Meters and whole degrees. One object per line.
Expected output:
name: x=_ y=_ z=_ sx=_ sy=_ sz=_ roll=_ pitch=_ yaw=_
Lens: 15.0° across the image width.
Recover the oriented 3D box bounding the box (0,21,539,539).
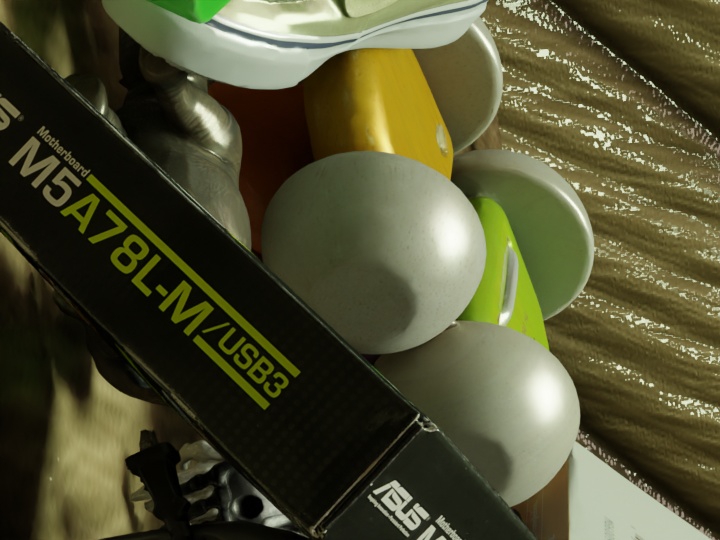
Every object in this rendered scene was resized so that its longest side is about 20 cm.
box: x=-0.023 y=0.035 z=0.766 sx=0.193 sy=0.048 sz=0.200 roll=44 pitch=-3 yaw=34

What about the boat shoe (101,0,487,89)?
boat shoe: x=-0.013 y=-0.113 z=0.961 sx=0.200 sy=0.072 sz=0.062 roll=-18 pitch=147 yaw=-54

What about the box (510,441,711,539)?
box: x=0.073 y=0.206 z=1.228 sx=0.106 sy=0.200 sz=0.152 roll=35 pitch=20 yaw=-11

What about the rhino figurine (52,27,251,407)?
rhino figurine: x=-0.071 y=-0.039 z=0.957 sx=0.088 sy=0.059 sz=0.201 roll=68 pitch=14 yaw=-48

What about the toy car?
toy car: x=0.000 y=0.000 z=1.071 sx=0.200 sy=0.149 sz=0.175 roll=58 pitch=24 yaw=-30

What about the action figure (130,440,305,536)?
action figure: x=-0.030 y=0.113 z=0.968 sx=0.200 sy=0.101 sz=0.120 roll=42 pitch=38 yaw=-76

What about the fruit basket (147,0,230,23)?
fruit basket: x=-0.063 y=-0.198 z=0.820 sx=0.156 sy=0.214 sz=0.217 roll=61 pitch=23 yaw=-64

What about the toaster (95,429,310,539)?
toaster: x=-0.046 y=0.146 z=0.765 sx=0.129 sy=0.113 sz=0.201 roll=44 pitch=35 yaw=-85
